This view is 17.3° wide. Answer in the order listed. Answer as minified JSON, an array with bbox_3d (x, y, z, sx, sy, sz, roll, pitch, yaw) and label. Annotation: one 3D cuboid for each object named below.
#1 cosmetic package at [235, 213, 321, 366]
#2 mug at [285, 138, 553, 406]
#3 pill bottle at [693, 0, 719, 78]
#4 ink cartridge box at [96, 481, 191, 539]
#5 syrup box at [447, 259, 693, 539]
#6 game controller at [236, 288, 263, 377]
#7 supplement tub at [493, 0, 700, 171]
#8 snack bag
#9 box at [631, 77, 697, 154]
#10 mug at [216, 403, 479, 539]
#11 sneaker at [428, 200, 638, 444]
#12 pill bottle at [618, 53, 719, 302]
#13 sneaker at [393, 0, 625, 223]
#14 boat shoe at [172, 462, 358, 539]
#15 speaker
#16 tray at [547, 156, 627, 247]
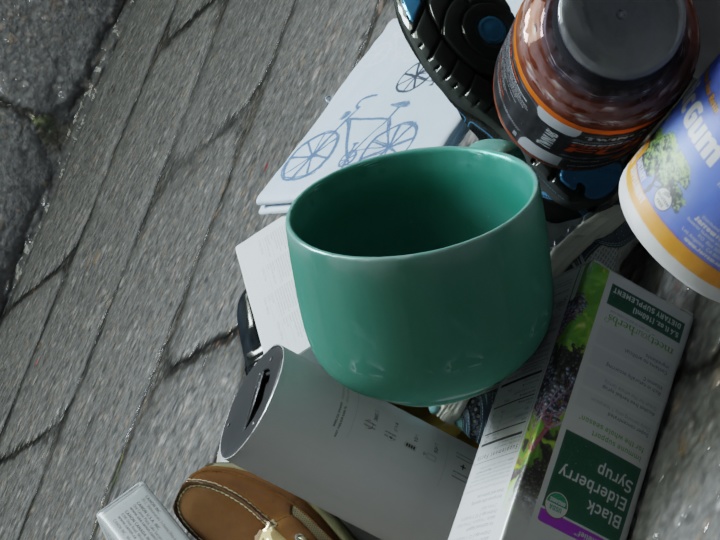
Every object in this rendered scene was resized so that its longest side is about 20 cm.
[{"bbox_3d":[0.000,0.000,1.589,0.150,0.052,0.200,-35,26,8],"label":"cosmetic package"},{"bbox_3d":[0.052,0.004,1.403,0.152,0.184,0.115,34,139,56],"label":"mug"},{"bbox_3d":[0.244,-0.225,1.478,0.114,0.113,0.201,-41,27,51],"label":"pill bottle"},{"bbox_3d":[-0.094,0.261,1.598,0.043,0.200,0.174,-35,-30,-14],"label":"ink cartridge box"},{"bbox_3d":[0.122,0.105,1.403,0.081,0.078,0.201,-29,38,61],"label":"syrup box"},{"bbox_3d":[-0.001,0.020,1.685,0.199,0.042,0.105,-25,50,19],"label":"game controller"},{"bbox_3d":[0.135,-0.123,1.357,0.200,0.106,0.108,103,-168,-83],"label":"supplement tub"},{"bbox_3d":[0.032,-0.117,1.654,0.188,0.021,0.201,-5,43,52],"label":"snack bag"},{"bbox_3d":[0.163,-0.128,1.584,0.069,0.082,0.200,-51,23,-7],"label":"box"},{"bbox_3d":[-0.006,0.121,1.634,0.188,0.152,0.149,-63,16,-1],"label":"mug"},{"bbox_3d":[0.127,0.040,1.509,0.200,0.086,0.078,-45,-4,-20],"label":"sneaker"},{"bbox_3d":[0.239,-0.084,1.284,0.200,0.111,0.112,-53,19,33],"label":"pill bottle"},{"bbox_3d":[0.084,-0.111,1.535,0.073,0.201,0.082,-35,-5,-22],"label":"sneaker"},{"bbox_3d":[-0.040,0.198,1.536,0.074,0.199,0.076,-35,-28,-54],"label":"boat shoe"},{"bbox_3d":[0.013,0.124,1.486,0.081,0.199,0.081,-53,19,27],"label":"speaker"},{"bbox_3d":[0.136,-0.050,1.697,0.201,0.022,0.108,-57,17,19],"label":"tray"}]
